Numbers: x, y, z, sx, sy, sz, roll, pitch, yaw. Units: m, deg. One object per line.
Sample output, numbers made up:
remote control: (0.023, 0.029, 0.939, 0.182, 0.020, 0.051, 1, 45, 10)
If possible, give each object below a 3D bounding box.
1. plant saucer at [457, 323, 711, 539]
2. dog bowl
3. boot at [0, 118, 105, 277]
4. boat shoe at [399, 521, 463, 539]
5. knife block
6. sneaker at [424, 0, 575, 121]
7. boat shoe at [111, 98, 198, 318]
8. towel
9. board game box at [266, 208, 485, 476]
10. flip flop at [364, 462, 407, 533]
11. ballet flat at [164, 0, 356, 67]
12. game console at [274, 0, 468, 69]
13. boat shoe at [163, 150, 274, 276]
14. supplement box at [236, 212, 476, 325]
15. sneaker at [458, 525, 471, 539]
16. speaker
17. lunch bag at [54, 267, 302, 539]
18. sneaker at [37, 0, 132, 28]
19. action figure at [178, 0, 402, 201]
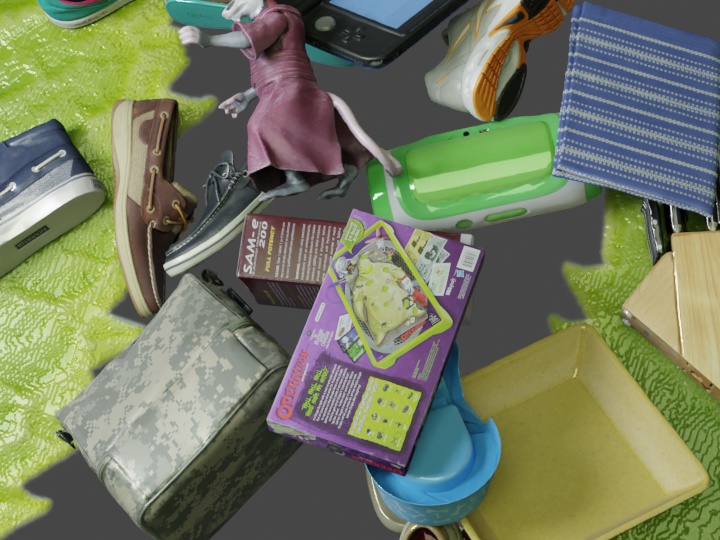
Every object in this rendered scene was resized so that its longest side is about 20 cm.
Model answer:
plant saucer: (0.157, 0.160, 1.403, 0.198, 0.049, 0.201, -24, 51, -14)
dog bowl: (0.044, 0.124, 1.382, 0.110, 0.050, 0.201, -17, 49, -9)
boot: (-0.337, -0.053, 1.539, 0.199, 0.073, 0.091, -31, 71, -8)
boat shoe: (0.050, 0.297, 1.361, 0.073, 0.066, 0.202, -5, 82, 12)
knife block: (0.315, 0.002, 1.449, 0.200, 0.064, 0.176, 41, 87, 12)
sneaker: (0.121, -0.227, 1.510, 0.091, 0.076, 0.201, 14, 63, 41)
boat shoe: (-0.182, -0.060, 1.517, 0.071, 0.072, 0.202, -6, 76, 3)
towel: (0.242, -0.142, 1.455, 0.143, 0.024, 0.201, 15, 55, -3)
board game box: (0.015, 0.055, 1.356, 0.119, 0.032, 0.201, 19, 66, 7)
flip flop: (0.020, 0.129, 1.460, 0.080, 0.058, 0.202, -16, 70, 4)
ballet flat: (-0.082, -0.245, 1.544, 0.198, 0.069, 0.070, 16, 82, 10)
game console: (0.011, -0.292, 1.469, 0.170, 0.119, 0.200, 27, 56, 37)
boat shoe: (-0.110, -0.074, 1.498, 0.062, 0.075, 0.200, 45, 76, -7)
supplement box: (0.000, 0.000, 1.463, 0.198, 0.109, 0.062, 5, 77, 7)
sneaker: (0.071, 0.248, 1.429, 0.090, 0.075, 0.201, 36, 85, 6)
speaker: (0.108, -0.082, 1.478, 0.198, 0.088, 0.089, -12, 79, 5)
lunch bag: (-0.151, 0.114, 1.447, 0.200, 0.139, 0.168, -46, 62, -6)
sneaker: (-0.220, -0.306, 1.536, 0.199, 0.121, 0.084, -34, 78, 0)
action figure: (-0.062, -0.161, 1.411, 0.147, 0.134, 0.202, -14, 82, 9)
